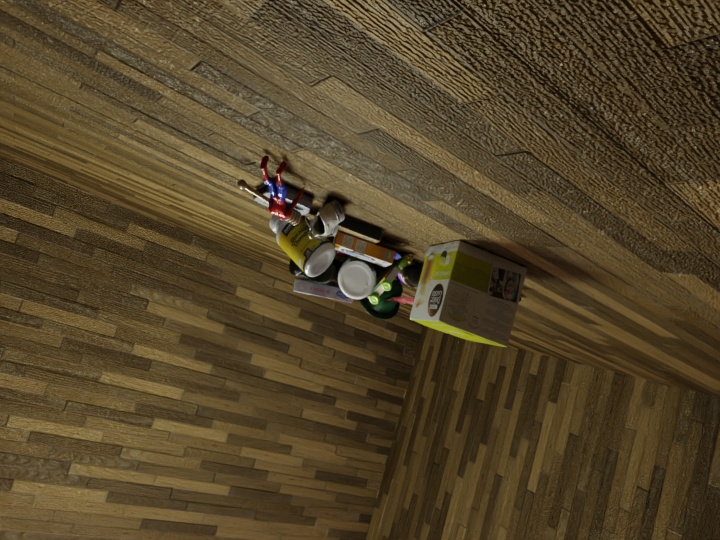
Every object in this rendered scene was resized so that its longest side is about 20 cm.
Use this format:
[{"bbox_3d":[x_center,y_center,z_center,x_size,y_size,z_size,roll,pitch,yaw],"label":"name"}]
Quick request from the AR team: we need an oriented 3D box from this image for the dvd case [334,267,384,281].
[{"bbox_3d":[0.007,-0.002,1.927,0.196,0.148,0.016,9,131,46],"label":"dvd case"}]

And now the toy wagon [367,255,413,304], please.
[{"bbox_3d":[0.092,0.012,1.745,0.039,0.156,0.201,37,126,-5],"label":"toy wagon"}]

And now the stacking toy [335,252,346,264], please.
[{"bbox_3d":[-0.059,-0.064,1.865,0.082,0.088,0.201,17,166,2],"label":"stacking toy"}]

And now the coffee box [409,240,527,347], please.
[{"bbox_3d":[0.265,0.061,1.421,0.194,0.205,0.199,19,173,-14],"label":"coffee box"}]

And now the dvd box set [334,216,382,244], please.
[{"bbox_3d":[-0.026,-0.108,1.580,0.142,0.030,0.200,20,173,-8],"label":"dvd box set"}]

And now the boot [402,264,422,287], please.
[{"bbox_3d":[0.218,0.021,1.821,0.094,0.078,0.197,-1,171,37],"label":"boot"}]

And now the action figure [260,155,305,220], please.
[{"bbox_3d":[-0.172,-0.192,1.258,0.063,0.101,0.202,19,150,8],"label":"action figure"}]

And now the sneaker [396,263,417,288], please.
[{"bbox_3d":[0.149,0.016,1.912,0.097,0.072,0.199,16,172,31],"label":"sneaker"}]

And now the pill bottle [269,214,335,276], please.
[{"bbox_3d":[-0.167,-0.087,1.582,0.200,0.113,0.112,44,-176,23],"label":"pill bottle"}]

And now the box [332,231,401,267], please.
[{"bbox_3d":[0.016,-0.054,1.602,0.194,0.043,0.119,21,174,-5],"label":"box"}]

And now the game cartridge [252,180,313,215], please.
[{"bbox_3d":[-0.197,-0.183,1.457,0.130,0.042,0.199,26,171,-22],"label":"game cartridge"}]

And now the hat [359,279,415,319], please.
[{"bbox_3d":[0.111,0.054,1.855,0.194,0.171,0.176,13,150,-27],"label":"hat"}]

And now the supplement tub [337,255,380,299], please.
[{"bbox_3d":[0.000,0.000,1.758,0.118,0.127,0.200,17,-162,3],"label":"supplement tub"}]

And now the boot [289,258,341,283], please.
[{"bbox_3d":[-0.109,-0.003,1.775,0.155,0.082,0.207,12,-178,-45],"label":"boot"}]

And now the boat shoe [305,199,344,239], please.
[{"bbox_3d":[-0.099,-0.114,1.408,0.076,0.084,0.202,62,165,-2],"label":"boat shoe"}]

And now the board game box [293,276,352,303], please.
[{"bbox_3d":[-0.109,0.059,1.861,0.192,0.043,0.200,12,-177,4],"label":"board game box"}]

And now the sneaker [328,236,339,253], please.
[{"bbox_3d":[-0.122,-0.086,1.766,0.196,0.086,0.121,24,171,28],"label":"sneaker"}]

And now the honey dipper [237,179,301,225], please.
[{"bbox_3d":[-0.220,-0.166,1.363,0.037,0.039,0.198,11,168,41],"label":"honey dipper"}]
